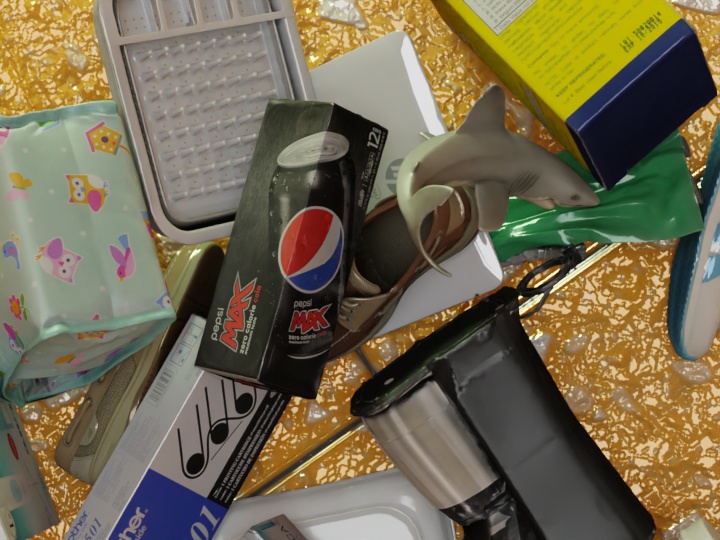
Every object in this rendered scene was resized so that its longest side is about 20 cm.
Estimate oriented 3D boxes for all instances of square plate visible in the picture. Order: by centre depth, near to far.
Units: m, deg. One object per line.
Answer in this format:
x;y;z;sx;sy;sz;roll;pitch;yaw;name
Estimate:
-0.018;0.255;1.660;0.199;0.028;0.199;-11;87;2;square plate

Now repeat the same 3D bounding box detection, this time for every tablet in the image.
0.016;-0.061;1.650;0.130;0.014;0.200;-23;88;27;tablet

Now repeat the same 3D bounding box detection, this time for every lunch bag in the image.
-0.224;-0.006;1.588;0.122;0.200;0.171;-9;76;-27;lunch bag

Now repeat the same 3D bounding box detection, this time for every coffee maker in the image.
0.121;0.124;1.595;0.192;0.135;0.200;-32;98;21;coffee maker

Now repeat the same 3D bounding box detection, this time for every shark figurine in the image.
0.072;-0.081;1.530;0.128;0.214;0.090;38;120;22;shark figurine

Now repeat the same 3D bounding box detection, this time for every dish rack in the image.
-0.110;-0.123;1.614;0.171;0.043;0.201;-15;90;-41;dish rack

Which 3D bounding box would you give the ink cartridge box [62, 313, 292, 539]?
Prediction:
-0.130;0.141;1.627;0.044;0.094;0.200;25;83;44;ink cartridge box

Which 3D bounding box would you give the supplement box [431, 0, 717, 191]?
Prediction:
0.142;-0.174;1.595;0.109;0.110;0.200;-41;64;0;supplement box

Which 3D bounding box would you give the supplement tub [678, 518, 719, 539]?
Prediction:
0.191;0.277;1.534;0.200;0.140;0.140;-39;88;7;supplement tub

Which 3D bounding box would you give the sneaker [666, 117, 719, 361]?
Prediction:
0.279;-0.026;1.638;0.081;0.077;0.200;19;93;-6;sneaker

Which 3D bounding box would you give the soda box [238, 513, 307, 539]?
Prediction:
-0.110;0.266;1.616;0.064;0.068;0.200;46;105;11;soda box

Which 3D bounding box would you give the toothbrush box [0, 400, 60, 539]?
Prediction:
-0.289;0.134;1.586;0.085;0.200;0.147;-22;87;0;toothbrush box

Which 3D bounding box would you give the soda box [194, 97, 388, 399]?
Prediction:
-0.048;-0.016;1.576;0.071;0.063;0.201;9;81;43;soda box

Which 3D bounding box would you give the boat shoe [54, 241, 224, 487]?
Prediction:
-0.163;0.063;1.649;0.064;0.071;0.200;25;89;23;boat shoe

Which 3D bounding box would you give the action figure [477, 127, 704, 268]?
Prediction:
0.145;-0.046;1.641;0.200;0.055;0.118;-18;56;16;action figure

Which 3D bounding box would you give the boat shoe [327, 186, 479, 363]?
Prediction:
0.000;0.000;1.619;0.076;0.072;0.200;49;115;12;boat shoe
